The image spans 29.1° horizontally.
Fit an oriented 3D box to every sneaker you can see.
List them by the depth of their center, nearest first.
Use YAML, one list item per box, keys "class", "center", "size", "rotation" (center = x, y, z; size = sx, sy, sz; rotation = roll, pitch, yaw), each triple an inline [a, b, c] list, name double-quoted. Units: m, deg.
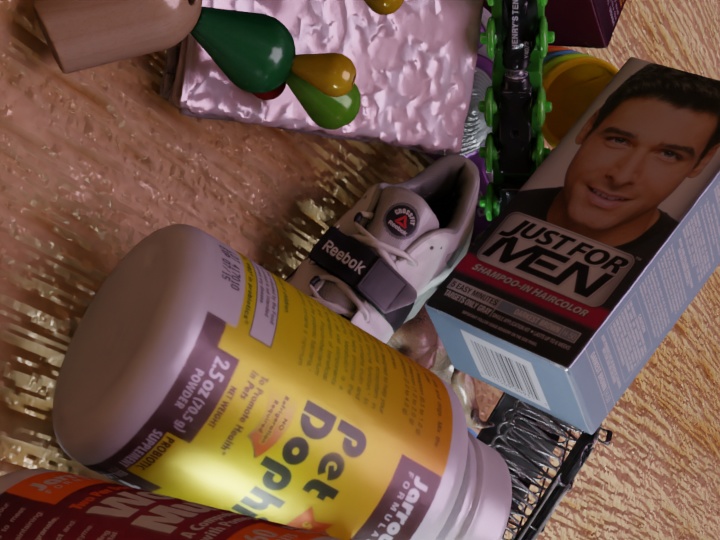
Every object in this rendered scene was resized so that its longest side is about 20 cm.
- class: "sneaker"
  center: [0.000, 0.000, 0.731]
  size: [0.200, 0.074, 0.089]
  rotation: [-46, 162, -43]
- class: "sneaker"
  center: [0.075, -0.086, 0.909]
  size: [0.100, 0.074, 0.202]
  rotation: [-78, 158, -59]

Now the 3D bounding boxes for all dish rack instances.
- class: "dish rack"
  center: [0.095, 0.114, 0.812]
  size: [0.155, 0.054, 0.200]
  rotation: [-63, 175, 18]

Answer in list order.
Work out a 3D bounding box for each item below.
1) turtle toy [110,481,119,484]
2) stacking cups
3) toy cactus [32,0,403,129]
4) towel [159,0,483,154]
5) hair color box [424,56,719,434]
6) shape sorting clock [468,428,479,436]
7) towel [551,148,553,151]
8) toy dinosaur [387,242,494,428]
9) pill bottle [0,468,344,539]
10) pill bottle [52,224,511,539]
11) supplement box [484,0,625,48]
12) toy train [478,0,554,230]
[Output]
- class: "turtle toy"
  center: [-0.064, 0.176, 0.643]
  size: [0.102, 0.145, 0.200]
  rotation: [-57, 164, 0]
- class: "stacking cups"
  center: [0.133, -0.116, 0.918]
  size: [0.200, 0.059, 0.062]
  rotation: [-90, 180, -79]
- class: "toy cactus"
  center: [-0.060, -0.137, 0.584]
  size: [0.163, 0.103, 0.201]
  rotation: [-25, 142, -12]
- class: "towel"
  center: [-0.010, -0.163, 0.702]
  size: [0.198, 0.032, 0.194]
  rotation: [5, 93, -43]
- class: "hair color box"
  center: [0.136, -0.020, 0.751]
  size: [0.200, 0.098, 0.061]
  rotation: [-49, 137, -21]
- class: "shape sorting clock"
  center: [0.059, 0.204, 0.954]
  size: [0.199, 0.039, 0.203]
  rotation: [-22, 116, -58]
- class: "towel"
  center: [0.141, -0.037, 0.951]
  size: [0.200, 0.021, 0.149]
  rotation: [131, -24, -71]
- class: "toy dinosaur"
  center: [0.033, 0.027, 0.832]
  size: [0.198, 0.085, 0.138]
  rotation: [3, 83, -44]
- class: "pill bottle"
  center: [-0.093, 0.132, 0.495]
  size: [0.109, 0.197, 0.111]
  rotation: [-21, 114, -57]
- class: "pill bottle"
  center: [-0.028, 0.072, 0.617]
  size: [0.199, 0.109, 0.111]
  rotation: [32, 65, -26]
- class: "supplement box"
  center: [0.132, -0.246, 0.913]
  size: [0.202, 0.109, 0.086]
  rotation: [-64, 146, -31]
- class: "toy train"
  center: [0.088, -0.092, 0.787]
  size: [0.057, 0.041, 0.202]
  rotation: [-77, 166, -55]
